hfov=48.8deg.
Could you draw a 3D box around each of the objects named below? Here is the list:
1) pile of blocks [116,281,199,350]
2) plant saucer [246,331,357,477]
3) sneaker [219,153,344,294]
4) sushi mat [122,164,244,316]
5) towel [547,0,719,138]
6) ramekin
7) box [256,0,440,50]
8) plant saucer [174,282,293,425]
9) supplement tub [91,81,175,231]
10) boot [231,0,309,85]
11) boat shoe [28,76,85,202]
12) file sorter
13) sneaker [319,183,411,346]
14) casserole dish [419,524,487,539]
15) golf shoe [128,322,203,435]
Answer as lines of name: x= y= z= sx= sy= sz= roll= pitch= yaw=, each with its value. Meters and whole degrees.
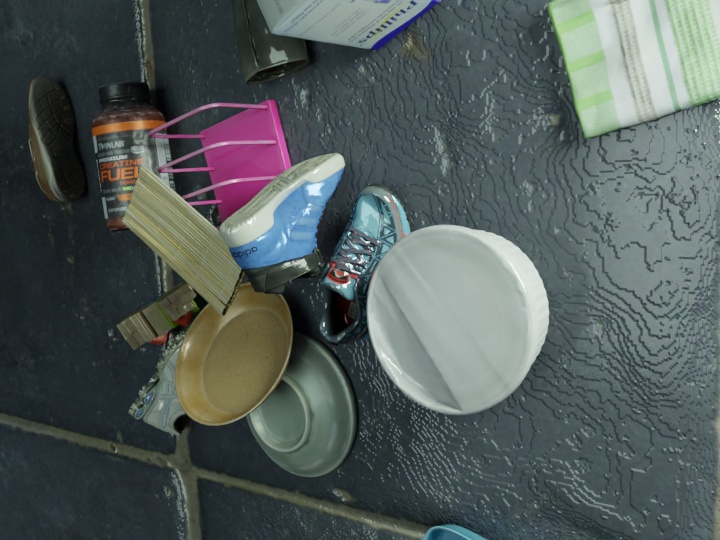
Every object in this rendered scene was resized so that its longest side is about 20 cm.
pile of blocks: x=-0.288 y=0.071 z=1.176 sx=0.199 sy=0.082 sz=0.063 roll=-23 pitch=104 yaw=45
plant saucer: x=-0.097 y=0.186 z=1.066 sx=0.198 sy=0.050 sz=0.204 roll=8 pitch=103 yaw=35
sneaker: x=-0.072 y=-0.051 z=0.940 sx=0.076 sy=0.200 sz=0.112 roll=-4 pitch=121 yaw=41
sushi mat: x=-0.219 y=-0.038 z=0.981 sx=0.199 sy=0.012 sz=0.096 roll=39 pitch=121 yaw=20
towel: x=0.280 y=-0.222 z=0.733 sx=0.198 sy=0.031 sz=0.151 roll=-16 pitch=88 yaw=37
ramekin: x=0.111 y=0.047 z=0.864 sx=0.200 sy=0.094 sz=0.206 roll=7 pitch=103 yaw=34
box: x=-0.035 y=-0.344 z=0.831 sx=0.104 sy=0.199 sz=0.186 roll=-29 pitch=82 yaw=34
plant saucer: x=-0.163 y=0.114 z=1.063 sx=0.198 sy=0.035 sz=0.203 roll=-17 pitch=56 yaw=26
supplement tub: x=-0.324 y=-0.161 z=1.131 sx=0.106 sy=0.106 sz=0.203 roll=-4 pitch=96 yaw=36
boot: x=-0.154 y=-0.338 z=1.009 sx=0.180 sy=0.072 sz=0.203 roll=-6 pitch=102 yaw=38
boat shoe: x=-0.502 y=-0.206 z=1.273 sx=0.071 sy=0.075 sz=0.203 roll=-7 pitch=93 yaw=38
file sorter: x=-0.174 y=-0.101 z=1.022 sx=0.138 sy=0.125 sz=0.203 roll=-14 pitch=90 yaw=36
sneaker: x=0.000 y=0.000 z=0.934 sx=0.078 sy=0.095 sz=0.203 roll=19 pitch=110 yaw=28
casserole dish: x=0.149 y=0.374 z=0.930 sx=0.198 sy=0.039 sz=0.123 roll=22 pitch=111 yaw=32
golf shoe: x=-0.261 y=0.162 z=1.181 sx=0.097 sy=0.078 sz=0.201 roll=34 pitch=119 yaw=-2
